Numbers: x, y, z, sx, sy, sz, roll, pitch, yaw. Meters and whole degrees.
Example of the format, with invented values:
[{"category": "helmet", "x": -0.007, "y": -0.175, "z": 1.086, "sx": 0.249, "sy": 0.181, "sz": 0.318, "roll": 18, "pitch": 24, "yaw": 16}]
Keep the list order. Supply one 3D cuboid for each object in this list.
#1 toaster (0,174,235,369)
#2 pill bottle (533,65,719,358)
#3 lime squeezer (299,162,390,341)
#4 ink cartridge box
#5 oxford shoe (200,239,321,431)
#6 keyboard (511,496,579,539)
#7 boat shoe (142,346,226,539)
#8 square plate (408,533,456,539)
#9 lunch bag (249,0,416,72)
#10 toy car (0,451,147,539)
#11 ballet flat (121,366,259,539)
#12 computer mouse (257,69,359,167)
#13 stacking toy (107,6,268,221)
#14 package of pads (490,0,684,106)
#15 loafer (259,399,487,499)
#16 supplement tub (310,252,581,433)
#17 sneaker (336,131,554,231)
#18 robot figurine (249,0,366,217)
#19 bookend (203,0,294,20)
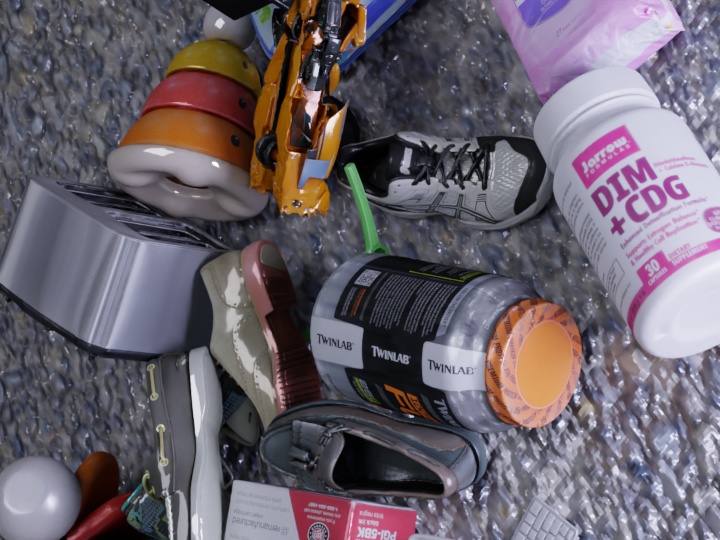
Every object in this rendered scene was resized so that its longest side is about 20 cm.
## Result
[{"category": "toaster", "x": -0.216, "y": 0.004, "z": 1.843, "sx": 0.181, "sy": 0.199, "sz": 0.119, "roll": 28, "pitch": 104, "yaw": 44}, {"category": "pill bottle", "x": 0.210, "y": -0.046, "z": 1.509, "sx": 0.113, "sy": 0.113, "sz": 0.201, "roll": -46, "pitch": 53, "yaw": 26}, {"category": "lime squeezer", "x": 0.000, "y": 0.000, "z": 1.727, "sx": 0.071, "sy": 0.038, "sz": 0.201, "roll": 44, "pitch": 140, "yaw": 27}, {"category": "ink cartridge box", "x": -0.045, "y": 0.282, "z": 1.694, "sx": 0.146, "sy": 0.083, "sz": 0.201, "roll": 3, "pitch": 82, "yaw": 43}, {"category": "oxford shoe", "x": -0.085, "y": 0.079, "z": 1.769, "sx": 0.073, "sy": 0.071, "sz": 0.201, "roll": -16, "pitch": 81, "yaw": 23}, {"category": "keyboard", "x": 0.108, "y": 0.274, "z": 1.601, "sx": 0.056, "sy": 0.011, "sz": 0.201, "roll": 35, "pitch": 104, "yaw": 42}, {"category": "boat shoe", "x": -0.150, "y": 0.163, "z": 1.736, "sx": 0.060, "sy": 0.072, "sz": 0.203, "roll": -8, "pitch": 65, "yaw": 11}, {"category": "square plate", "x": 0.111, "y": 0.310, "z": 1.566, "sx": 0.199, "sy": 0.028, "sz": 0.199, "roll": 3, "pitch": 85, "yaw": 38}, {"category": "lunch bag", "x": -0.015, "y": -0.274, "z": 1.798, "sx": 0.200, "sy": 0.082, "sz": 0.161, "roll": -43, "pitch": 53, "yaw": 28}, {"category": "toy car", "x": -0.240, "y": 0.258, "z": 1.855, "sx": 0.149, "sy": 0.175, "sz": 0.201, "roll": -11, "pitch": 68, "yaw": 3}, {"category": "ballet flat", "x": -0.128, "y": 0.151, "z": 1.814, "sx": 0.074, "sy": 0.074, "sz": 0.200, "roll": 32, "pitch": 86, "yaw": 43}, {"category": "computer mouse", "x": -0.070, "y": -0.145, "z": 1.853, "sx": 0.200, "sy": 0.034, "sz": 0.059, "roll": 31, "pitch": 103, "yaw": 44}, {"category": "stacking toy", "x": -0.135, "y": -0.155, "z": 1.839, "sx": 0.146, "sy": 0.146, "sz": 0.201, "roll": -3, "pitch": 68, "yaw": 43}, {"category": "package of pads", "x": 0.163, "y": -0.233, "z": 1.625, "sx": 0.120, "sy": 0.075, "sz": 0.201, "roll": -39, "pitch": 56, "yaw": 27}, {"category": "loafer", "x": 0.000, "y": 0.148, "z": 1.658, "sx": 0.199, "sy": 0.063, "sz": 0.072, "roll": 2, "pitch": 112, "yaw": 28}, {"category": "supplement tub", "x": 0.067, "y": 0.057, "z": 1.614, "sx": 0.199, "sy": 0.122, "sz": 0.123, "roll": 11, "pitch": 87, "yaw": 45}, {"category": "sneaker", "x": 0.065, "y": -0.075, "z": 1.673, "sx": 0.199, "sy": 0.087, "sz": 0.076, "roll": -4, "pitch": 76, "yaw": 41}, {"category": "robot figurine", "x": -0.044, "y": -0.152, "z": 1.715, "sx": 0.145, "sy": 0.058, "sz": 0.201, "roll": -141, "pitch": 62, "yaw": -65}, {"category": "bookend", "x": -0.117, "y": -0.303, "z": 1.761, "sx": 0.200, "sy": 0.092, "sz": 0.200, "roll": -14, "pitch": 52, "yaw": 54}]
